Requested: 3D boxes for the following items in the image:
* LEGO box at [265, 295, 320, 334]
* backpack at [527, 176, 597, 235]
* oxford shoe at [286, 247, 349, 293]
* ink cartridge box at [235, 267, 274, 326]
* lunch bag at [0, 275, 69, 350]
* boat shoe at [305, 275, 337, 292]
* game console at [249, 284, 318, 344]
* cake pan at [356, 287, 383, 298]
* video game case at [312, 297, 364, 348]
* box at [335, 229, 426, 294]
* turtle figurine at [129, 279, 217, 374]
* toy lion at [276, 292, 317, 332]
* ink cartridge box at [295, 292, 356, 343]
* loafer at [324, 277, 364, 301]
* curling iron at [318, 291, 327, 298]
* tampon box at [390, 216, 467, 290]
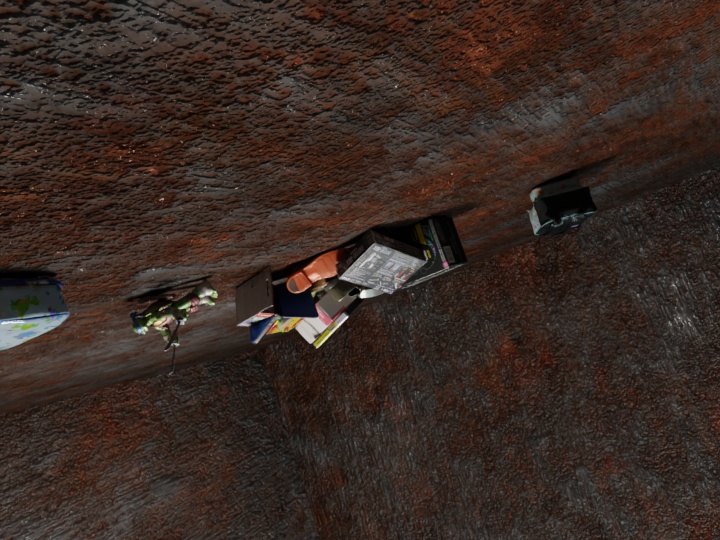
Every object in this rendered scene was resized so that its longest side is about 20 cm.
[{"bbox_3d":[-0.252,0.137,1.961,0.149,0.077,0.200,-48,162,20],"label":"LEGO box"},{"bbox_3d":[0.595,-0.186,1.684,0.174,0.155,0.200,-18,163,5],"label":"backpack"},{"bbox_3d":[-0.118,-0.013,1.551,0.199,0.072,0.073,-27,-156,3],"label":"oxford shoe"},{"bbox_3d":[-0.274,0.075,1.518,0.050,0.110,0.199,9,156,-39],"label":"ink cartridge box"},{"bbox_3d":[-0.587,0.075,0.890,0.199,0.083,0.161,-23,172,22],"label":"lunch bag"},{"bbox_3d":[-0.097,-0.001,1.623,0.199,0.072,0.068,-33,167,15],"label":"boat shoe"},{"bbox_3d":[-0.229,0.126,1.619,0.171,0.118,0.200,-51,-156,10],"label":"game console"},{"bbox_3d":[0.012,0.050,1.986,0.198,0.037,0.200,-4,-162,1],"label":"cake pan"},{"bbox_3d":[-0.068,0.170,1.931,0.181,0.025,0.200,-47,178,25],"label":"video game case"},{"bbox_3d":[0.056,-0.018,1.517,0.199,0.050,0.158,17,131,-37],"label":"box"},{"bbox_3d":[-0.415,0.124,1.311,0.194,0.199,0.145,-38,143,-30],"label":"turtle figurine"},{"bbox_3d":[-0.203,0.116,1.814,0.200,0.069,0.192,-51,166,4],"label":"toy lion"},{"bbox_3d":[-0.120,0.145,1.913,0.146,0.085,0.200,-43,175,-40],"label":"ink cartridge box"},{"bbox_3d":[-0.020,0.043,1.646,0.199,0.070,0.075,-22,168,-40],"label":"loafer"},{"bbox_3d":[-0.106,0.090,2.344,0.199,0.026,0.050,-15,174,-29],"label":"curling iron"},{"bbox_3d":[0.180,-0.050,1.624,0.199,0.151,0.126,-25,171,35],"label":"tampon box"}]
